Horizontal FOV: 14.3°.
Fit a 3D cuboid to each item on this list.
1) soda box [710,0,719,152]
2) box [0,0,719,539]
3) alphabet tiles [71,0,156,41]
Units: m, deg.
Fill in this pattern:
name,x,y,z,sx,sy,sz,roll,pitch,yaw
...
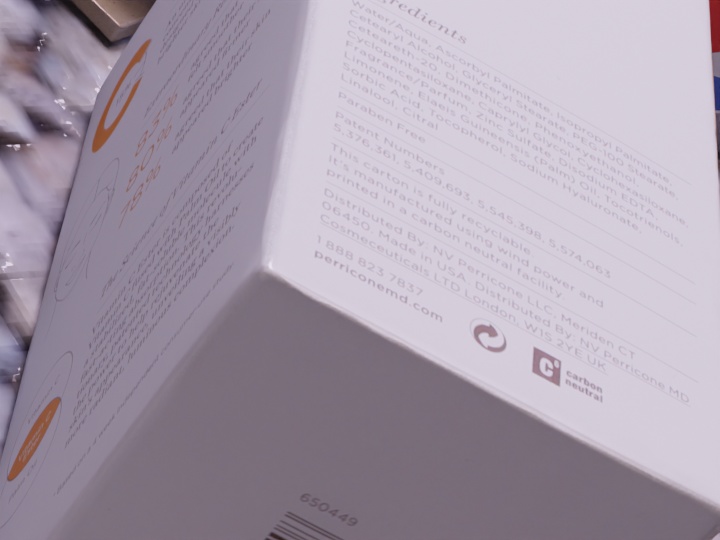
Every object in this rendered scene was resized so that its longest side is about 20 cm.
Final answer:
name,x,y,z,sx,sy,sz,roll,pitch,yaw
soda box,0.133,-0.067,0.844,0.199,0.063,0.070,32,34,-9
box,0.000,0.000,0.584,0.097,0.125,0.201,28,35,-16
alphabet tiles,-0.064,-0.128,0.782,0.200,0.008,0.167,46,34,10
